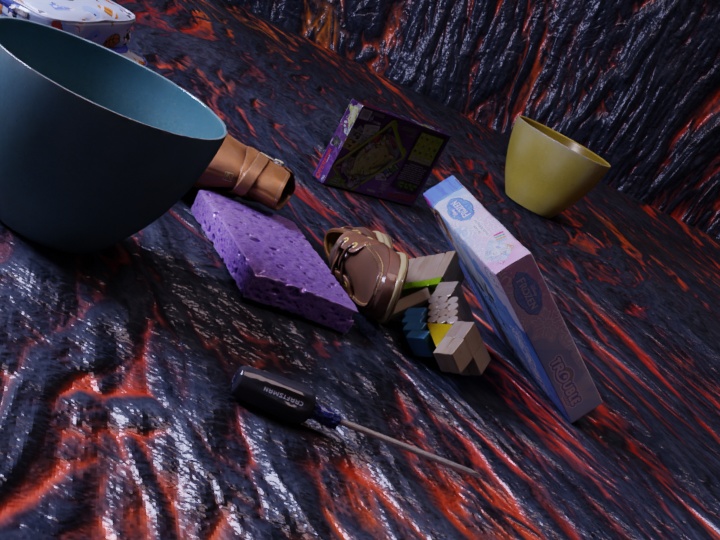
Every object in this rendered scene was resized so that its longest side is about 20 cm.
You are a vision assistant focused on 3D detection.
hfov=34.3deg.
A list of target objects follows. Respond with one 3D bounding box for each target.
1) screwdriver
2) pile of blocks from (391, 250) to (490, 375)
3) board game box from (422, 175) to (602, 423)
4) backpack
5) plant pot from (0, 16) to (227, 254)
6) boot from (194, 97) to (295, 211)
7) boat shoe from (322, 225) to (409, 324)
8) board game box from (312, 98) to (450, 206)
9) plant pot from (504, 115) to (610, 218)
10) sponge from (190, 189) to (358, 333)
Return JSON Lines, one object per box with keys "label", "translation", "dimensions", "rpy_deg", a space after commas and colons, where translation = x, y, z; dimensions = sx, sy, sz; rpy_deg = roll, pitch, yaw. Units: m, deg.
{"label": "screwdriver", "translation": [-0.001, 0.117, 0.840], "dimensions": [0.199, 0.028, 0.029], "rpy_deg": [27, 46, -9]}
{"label": "pile of blocks", "translation": [0.076, 0.056, 1.138], "dimensions": [0.200, 0.082, 0.062], "rpy_deg": [-96, 162, -62]}
{"label": "board game box", "translation": [0.151, 0.026, 1.179], "dimensions": [0.200, 0.043, 0.199], "rpy_deg": [60, -3, -30]}
{"label": "backpack", "translation": [-0.323, -0.210, 1.129], "dimensions": [0.190, 0.155, 0.200], "rpy_deg": [22, 16, 18]}
{"label": "plant pot", "translation": [-0.223, -0.093, 0.925], "dimensions": [0.199, 0.135, 0.200], "rpy_deg": [25, 15, -8]}
{"label": "boot", "translation": [-0.138, -0.123, 1.244], "dimensions": [0.155, 0.077, 0.200], "rpy_deg": [22, 10, -1]}
{"label": "boat shoe", "translation": [0.000, -0.001, 1.153], "dimensions": [0.067, 0.072, 0.200], "rpy_deg": [19, 11, -13]}
{"label": "board game box", "translation": [0.033, -0.160, 1.623], "dimensions": [0.032, 0.121, 0.199], "rpy_deg": [35, 16, 38]}
{"label": "plant pot", "translation": [0.354, -0.185, 2.221], "dimensions": [0.199, 0.142, 0.200], "rpy_deg": [26, 15, -7]}
{"label": "sponge", "translation": [-0.085, -0.013, 1.109], "dimensions": [0.111, 0.030, 0.200], "rpy_deg": [20, 17, -30]}
